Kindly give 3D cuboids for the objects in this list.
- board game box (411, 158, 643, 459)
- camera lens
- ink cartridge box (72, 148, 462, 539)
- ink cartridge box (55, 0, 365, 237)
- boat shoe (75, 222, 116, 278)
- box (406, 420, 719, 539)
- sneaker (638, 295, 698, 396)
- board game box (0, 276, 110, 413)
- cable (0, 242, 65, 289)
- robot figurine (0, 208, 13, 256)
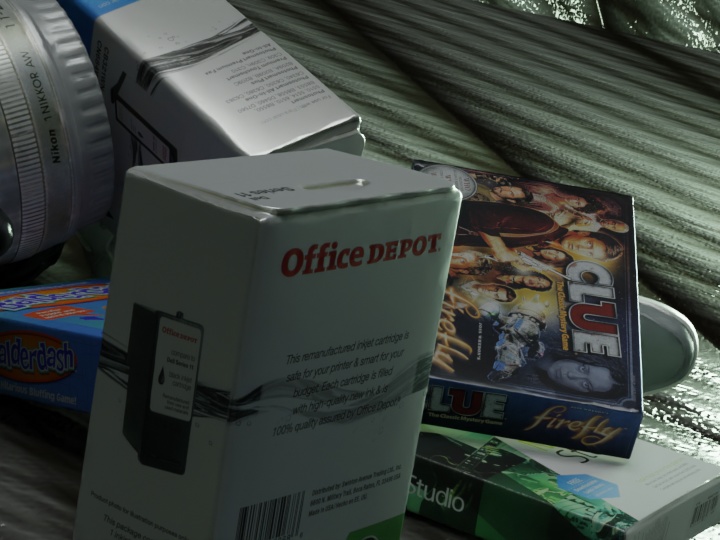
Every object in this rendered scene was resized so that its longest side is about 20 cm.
[{"bbox_3d":[0.087,0.017,1.269,0.135,0.035,0.200,9,37,-3],"label":"board game box"},{"bbox_3d":[-0.261,-0.069,1.302,0.199,0.161,0.160,-18,26,-25],"label":"camera lens"},{"bbox_3d":[-0.041,0.053,0.990,0.083,0.201,0.146,20,17,34],"label":"ink cartridge box"},{"bbox_3d":[-0.097,-0.073,1.333,0.084,0.146,0.200,-22,49,-32],"label":"ink cartridge box"},{"bbox_3d":[-0.152,-0.027,1.438,0.073,0.066,0.200,-32,28,-13],"label":"boat shoe"},{"bbox_3d":[0.079,0.105,1.210,0.199,0.037,0.144,16,15,27],"label":"box"},{"bbox_3d":[0.105,0.047,1.346,0.199,0.084,0.121,3,9,3],"label":"sneaker"},{"bbox_3d":[-0.123,0.041,1.225,0.199,0.045,0.152,8,10,38],"label":"board game box"},{"bbox_3d":[-0.268,-0.029,1.444,0.162,0.051,0.200,8,15,-9],"label":"cable"},{"bbox_3d":[-0.256,0.018,1.119,0.150,0.125,0.200,4,16,-23],"label":"robot figurine"}]
